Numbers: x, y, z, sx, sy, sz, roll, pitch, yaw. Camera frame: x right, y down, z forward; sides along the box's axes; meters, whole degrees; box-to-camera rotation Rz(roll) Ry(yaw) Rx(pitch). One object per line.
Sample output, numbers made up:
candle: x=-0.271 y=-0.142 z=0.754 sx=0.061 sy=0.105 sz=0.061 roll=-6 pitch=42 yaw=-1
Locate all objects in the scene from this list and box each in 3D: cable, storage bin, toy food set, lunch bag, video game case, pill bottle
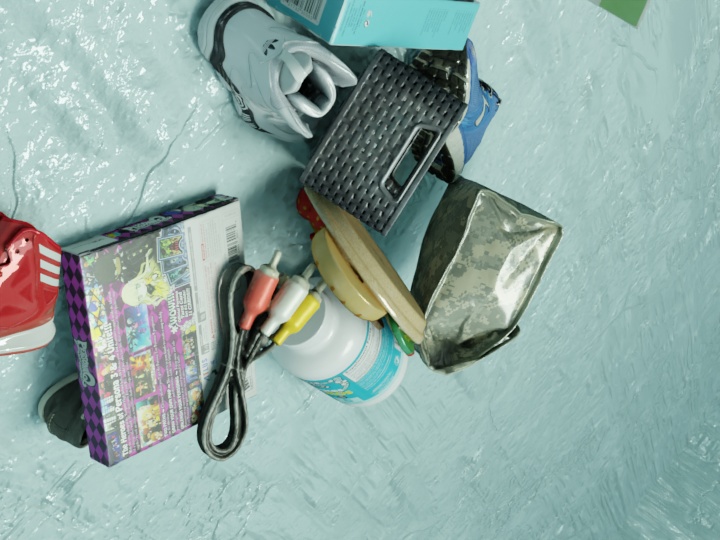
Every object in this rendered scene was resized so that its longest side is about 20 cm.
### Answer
cable: x=-0.104 y=0.075 z=1.168 sx=0.097 sy=0.050 sz=0.201 roll=31 pitch=79 yaw=-38
storage bin: x=0.024 y=-0.119 z=1.179 sx=0.136 sy=0.093 sz=0.200 roll=-58 pitch=-179 yaw=8
toy food set: x=0.000 y=0.000 z=1.258 sx=0.049 sy=0.200 sz=0.198 roll=-36 pitch=133 yaw=4
lunch bag: x=0.116 y=0.013 z=1.369 sx=0.201 sy=0.117 sz=0.164 roll=-65 pitch=-170 yaw=6
video game case: x=-0.175 y=0.051 z=1.148 sx=0.181 sy=0.036 sz=0.201 roll=-25 pitch=119 yaw=-42
pill bottle: x=-0.030 y=0.074 z=1.378 sx=0.111 sy=0.111 sz=0.200 roll=-52 pitch=151 yaw=-1

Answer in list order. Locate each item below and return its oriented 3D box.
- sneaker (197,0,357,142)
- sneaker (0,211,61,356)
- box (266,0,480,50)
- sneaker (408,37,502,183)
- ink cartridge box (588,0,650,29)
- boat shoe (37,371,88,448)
sneaker: x=-0.056 y=-0.148 z=1.090 sx=0.075 sy=0.115 sz=0.200 roll=-50 pitch=151 yaw=-6
sneaker: x=-0.305 y=0.013 z=0.964 sx=0.200 sy=0.078 sz=0.116 roll=-25 pitch=134 yaw=-60
box: x=0.016 y=-0.236 z=1.135 sx=0.200 sy=0.082 sz=0.049 roll=-11 pitch=130 yaw=-52
sneaker: x=0.099 y=-0.182 z=1.340 sx=0.089 sy=0.078 sz=0.200 roll=-49 pitch=160 yaw=-23
ink cartridge box: x=0.224 y=-0.336 z=1.210 sx=0.048 sy=0.200 sz=0.146 roll=-13 pitch=132 yaw=-46
boat shoe: x=-0.205 y=0.094 z=1.195 sx=0.200 sy=0.057 sz=0.067 roll=-38 pitch=148 yaw=-25
